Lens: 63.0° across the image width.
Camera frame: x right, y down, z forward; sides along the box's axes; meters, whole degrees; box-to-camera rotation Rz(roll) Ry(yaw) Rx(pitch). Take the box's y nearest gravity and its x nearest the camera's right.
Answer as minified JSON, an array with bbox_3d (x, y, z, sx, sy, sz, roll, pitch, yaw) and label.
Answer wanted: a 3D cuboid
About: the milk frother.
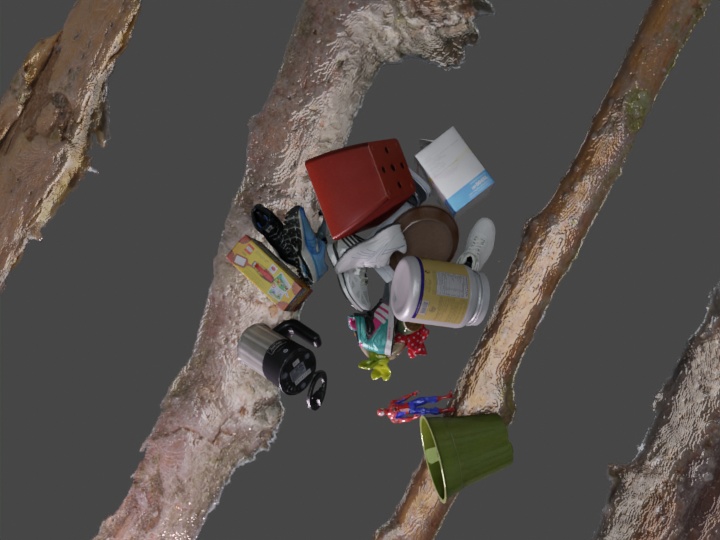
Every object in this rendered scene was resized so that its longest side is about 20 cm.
[{"bbox_3d":[-0.188,0.248,1.494,0.186,0.178,0.206,21,121,42],"label":"milk frother"}]

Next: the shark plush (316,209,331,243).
[{"bbox_3d":[-0.077,-0.142,1.561,0.083,0.090,0.204,36,111,28],"label":"shark plush"}]

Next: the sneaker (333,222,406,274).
[{"bbox_3d":[0.026,-0.038,1.436,0.196,0.075,0.089,-29,96,5],"label":"sneaker"}]

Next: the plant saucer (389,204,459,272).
[{"bbox_3d":[0.156,-0.066,1.466,0.195,0.037,0.206,-10,64,21],"label":"plant saucer"}]

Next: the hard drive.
[{"bbox_3d":[0.103,-0.078,1.532,0.200,0.027,0.132,-44,81,1],"label":"hard drive"}]

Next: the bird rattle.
[{"bbox_3d":[0.070,0.173,1.483,0.199,0.113,0.164,-39,66,-1],"label":"bird rattle"}]

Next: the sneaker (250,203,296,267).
[{"bbox_3d":[-0.219,-0.086,1.530,0.073,0.112,0.200,-43,82,2],"label":"sneaker"}]

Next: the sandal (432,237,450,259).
[{"bbox_3d":[0.170,-0.004,1.502,0.057,0.080,0.202,37,87,33],"label":"sandal"}]

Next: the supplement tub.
[{"bbox_3d":[0.180,0.052,1.339,0.194,0.145,0.150,8,86,-17],"label":"supplement tub"}]

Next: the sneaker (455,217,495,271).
[{"bbox_3d":[0.288,-0.043,1.463,0.072,0.116,0.205,21,87,10],"label":"sneaker"}]

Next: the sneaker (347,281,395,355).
[{"bbox_3d":[0.028,0.112,1.453,0.117,0.085,0.204,4,51,3],"label":"sneaker"}]

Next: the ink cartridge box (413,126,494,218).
[{"bbox_3d":[0.225,-0.250,1.480,0.124,0.129,0.202,-35,82,1],"label":"ink cartridge box"}]

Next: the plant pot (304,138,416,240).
[{"bbox_3d":[0.017,-0.214,1.418,0.174,0.198,0.205,-21,91,38],"label":"plant pot"}]

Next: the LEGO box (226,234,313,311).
[{"bbox_3d":[-0.229,0.011,1.504,0.199,0.149,0.078,42,91,8],"label":"LEGO box"}]

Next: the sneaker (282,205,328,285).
[{"bbox_3d":[-0.135,-0.071,1.511,0.077,0.089,0.205,6,117,45],"label":"sneaker"}]

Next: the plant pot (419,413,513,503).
[{"bbox_3d":[0.257,0.426,1.403,0.184,0.200,0.206,-11,84,-6],"label":"plant pot"}]

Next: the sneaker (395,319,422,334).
[{"bbox_3d":[0.147,0.081,1.453,0.067,0.090,0.201,41,59,-3],"label":"sneaker"}]

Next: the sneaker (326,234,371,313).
[{"bbox_3d":[0.000,0.000,1.496,0.114,0.075,0.205,-29,84,24],"label":"sneaker"}]

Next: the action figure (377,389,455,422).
[{"bbox_3d":[0.137,0.343,1.478,0.194,0.052,0.067,-12,63,8],"label":"action figure"}]

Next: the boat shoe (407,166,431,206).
[{"bbox_3d":[0.087,-0.236,1.511,0.199,0.072,0.068,42,56,12],"label":"boat shoe"}]
